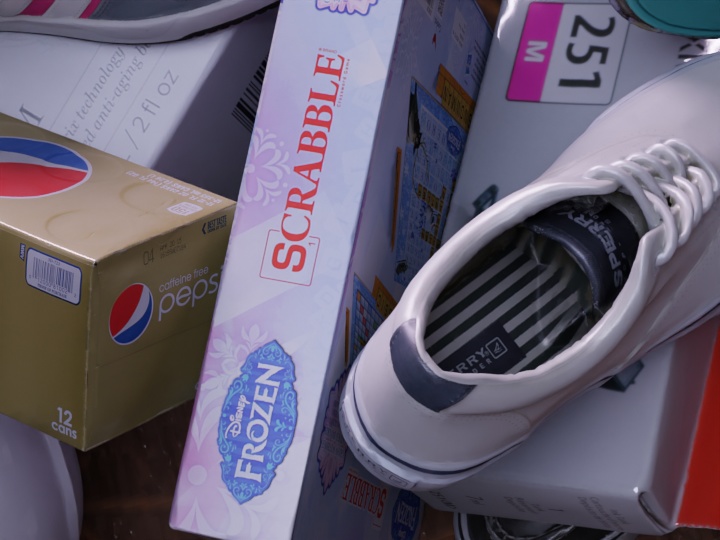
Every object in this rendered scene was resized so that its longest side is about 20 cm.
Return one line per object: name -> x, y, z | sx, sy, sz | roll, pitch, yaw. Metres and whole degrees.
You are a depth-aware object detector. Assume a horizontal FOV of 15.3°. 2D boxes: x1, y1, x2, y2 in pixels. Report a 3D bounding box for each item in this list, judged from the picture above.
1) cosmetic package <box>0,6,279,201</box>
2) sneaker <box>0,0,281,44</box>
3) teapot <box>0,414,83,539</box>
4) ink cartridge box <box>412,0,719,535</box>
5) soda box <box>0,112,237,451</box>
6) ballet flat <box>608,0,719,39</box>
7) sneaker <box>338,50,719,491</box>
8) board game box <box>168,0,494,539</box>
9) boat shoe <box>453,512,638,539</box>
cosmetic package -> -0.112, -0.119, 0.975 | 0.200, 0.123, 0.200 | 30, 87, 16
sneaker -> -0.108, -0.125, 0.849 | 0.199, 0.121, 0.084 | -4, 79, 10
teapot -> -0.166, 0.071, 0.941 | 0.146, 0.197, 0.201 | -24, 100, -30
ink cartridge box -> 0.114, -0.011, 0.884 | 0.173, 0.044, 0.201 | 3, 67, 28
soda box -> -0.136, -0.014, 0.848 | 0.199, 0.068, 0.064 | 22, 119, 32
ballet flat -> 0.164, -0.125, 0.883 | 0.199, 0.072, 0.072 | -15, 77, -12
sneaker -> 0.079, -0.007, 0.809 | 0.073, 0.071, 0.200 | 45, 62, 4
board game box -> 0.000, 0.000, 0.890 | 0.041, 0.200, 0.200 | 10, 81, 13
boat shoe -> 0.098, 0.026, 0.935 | 0.071, 0.064, 0.200 | 36, 89, 15
